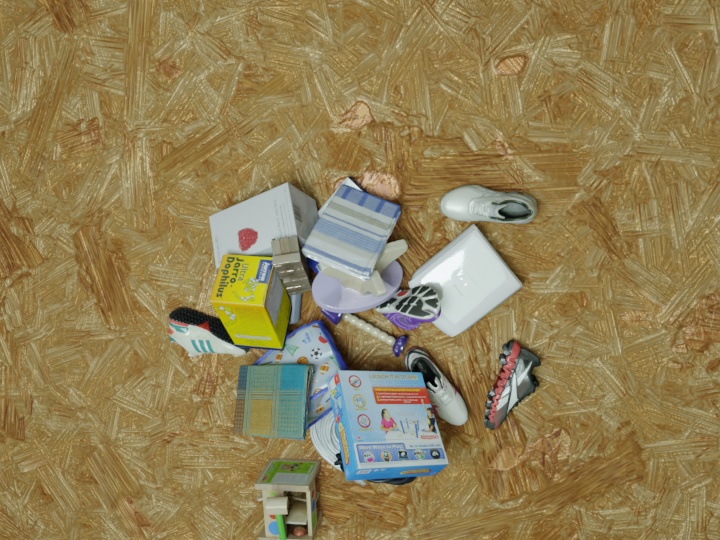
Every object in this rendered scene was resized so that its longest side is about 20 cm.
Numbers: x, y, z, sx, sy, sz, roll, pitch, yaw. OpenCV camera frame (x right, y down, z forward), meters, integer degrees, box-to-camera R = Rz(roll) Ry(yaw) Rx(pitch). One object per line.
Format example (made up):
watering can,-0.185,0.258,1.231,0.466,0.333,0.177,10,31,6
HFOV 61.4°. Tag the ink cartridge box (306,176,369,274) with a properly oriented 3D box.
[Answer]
ink cartridge box,-0.054,-0.095,1.306,0.094,0.044,0.200,43,103,2

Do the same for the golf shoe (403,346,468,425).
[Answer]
golf shoe,0.162,0.258,1.303,0.072,0.092,0.200,-39,93,4

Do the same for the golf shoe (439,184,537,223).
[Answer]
golf shoe,0.258,-0.132,1.227,0.198,0.097,0.079,2,101,10

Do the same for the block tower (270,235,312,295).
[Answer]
block tower,-0.136,-0.008,1.220,0.053,0.200,0.058,-10,73,-2

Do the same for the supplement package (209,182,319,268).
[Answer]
supplement package,-0.195,-0.077,1.259,0.198,0.120,0.122,-20,71,20

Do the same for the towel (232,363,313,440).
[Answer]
towel,-0.181,0.266,1.240,0.198,0.022,0.148,-7,71,36

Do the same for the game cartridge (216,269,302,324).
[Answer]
game cartridge,-0.229,0.055,1.362,0.198,0.041,0.135,7,104,8

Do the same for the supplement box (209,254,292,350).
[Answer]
supplement box,-0.216,0.069,1.233,0.108,0.201,0.110,4,58,8

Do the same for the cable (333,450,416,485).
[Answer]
cable,0.035,0.383,1.213,0.162,0.200,0.051,22,100,17

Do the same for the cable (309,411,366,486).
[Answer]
cable,-0.013,0.351,1.358,0.199,0.069,0.201,31,101,4

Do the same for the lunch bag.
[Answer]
lunch bag,-0.120,0.230,1.300,0.200,0.124,0.171,-43,56,15

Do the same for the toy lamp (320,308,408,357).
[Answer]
toy lamp,0.006,0.120,1.324,0.199,0.058,0.059,27,102,4

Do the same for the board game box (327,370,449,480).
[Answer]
board game box,0.050,0.294,1.171,0.198,0.197,0.056,7,139,-26

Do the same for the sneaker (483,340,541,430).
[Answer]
sneaker,0.324,0.254,1.288,0.097,0.071,0.202,18,100,8

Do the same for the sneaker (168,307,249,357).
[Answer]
sneaker,-0.349,0.161,1.388,0.198,0.070,0.094,21,119,3

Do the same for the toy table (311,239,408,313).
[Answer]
toy table,0.000,0.000,1.235,0.199,0.118,0.184,-26,63,-22

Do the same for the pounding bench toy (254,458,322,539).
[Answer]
pounding bench toy,-0.165,0.536,1.342,0.123,0.200,0.158,-1,98,8

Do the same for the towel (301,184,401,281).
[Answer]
towel,-0.014,-0.079,1.201,0.146,0.201,0.024,22,145,8

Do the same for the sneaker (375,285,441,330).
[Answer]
sneaker,0.111,0.084,1.250,0.081,0.200,0.084,-45,106,-18

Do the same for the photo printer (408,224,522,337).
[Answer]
photo printer,0.211,0.029,1.271,0.199,0.069,0.167,-39,91,12
